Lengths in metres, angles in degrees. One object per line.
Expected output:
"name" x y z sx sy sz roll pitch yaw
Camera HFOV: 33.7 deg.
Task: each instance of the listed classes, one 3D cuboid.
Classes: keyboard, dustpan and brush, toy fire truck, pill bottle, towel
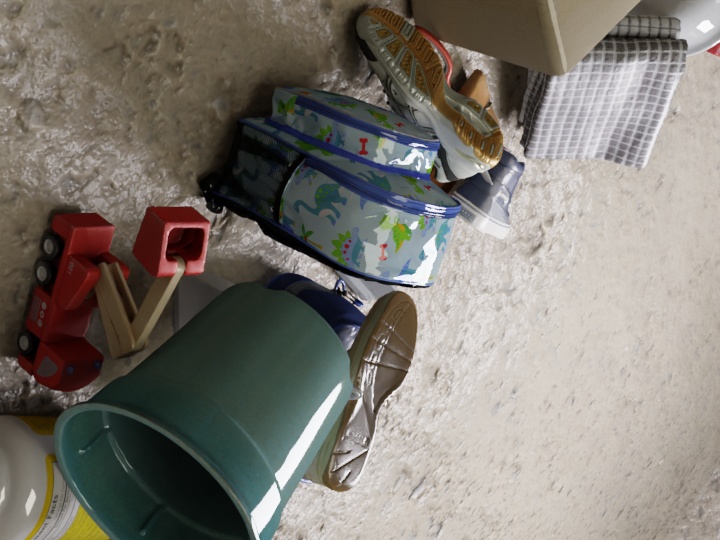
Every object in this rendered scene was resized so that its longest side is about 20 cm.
"keyboard" 0.000 0.000 1.280 0.200 0.056 0.011 50 46 -64
"dustpan and brush" -0.089 0.081 1.114 0.057 0.197 0.141 -70 168 -52
"toy fire truck" -0.204 0.023 0.964 0.048 0.140 0.202 -5 121 -51
"pill bottle" -0.283 0.181 1.021 0.199 0.111 0.112 15 105 -56
"towel" 0.277 -0.204 1.386 0.163 0.086 0.201 -2 145 -4

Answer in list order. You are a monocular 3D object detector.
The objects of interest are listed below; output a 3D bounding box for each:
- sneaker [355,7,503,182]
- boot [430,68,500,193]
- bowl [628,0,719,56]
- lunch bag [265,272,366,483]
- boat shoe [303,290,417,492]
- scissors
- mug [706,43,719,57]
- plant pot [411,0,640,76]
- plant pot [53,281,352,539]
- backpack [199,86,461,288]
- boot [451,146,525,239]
"sneaker" 0.050 -0.163 1.173 0.200 0.087 0.076 48 46 -17
"boot" 0.082 -0.133 1.290 0.201 0.068 0.188 -53 147 -10
"bowl" 0.362 -0.358 1.384 0.090 0.201 0.203 11 109 -36
"lunch bag" -0.064 0.100 1.230 0.136 0.132 0.201 31 93 -50
"boat shoe" -0.006 0.110 1.144 0.072 0.064 0.202 34 73 -44
"scissors" 0.096 -0.167 1.220 0.073 0.014 0.200 -36 117 25
"mug" 0.545 -0.405 1.630 0.176 0.133 0.202 -24 138 -39
"plant pot" 0.157 -0.333 1.121 0.200 0.199 0.178 -44 135 -20
"plant pot" -0.114 0.125 0.987 0.196 0.198 0.202 -49 150 -41
"backpack" -0.008 -0.078 1.089 0.182 0.199 0.148 4 114 -53
"boot" 0.159 -0.093 1.376 0.091 0.072 0.200 -55 172 9
